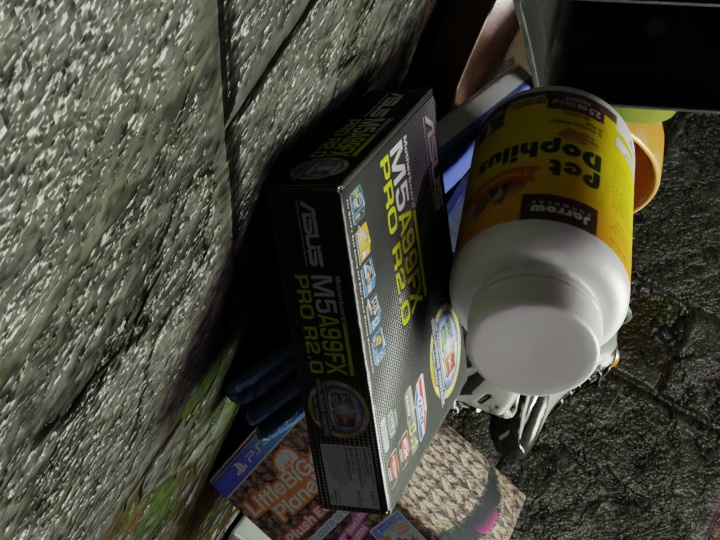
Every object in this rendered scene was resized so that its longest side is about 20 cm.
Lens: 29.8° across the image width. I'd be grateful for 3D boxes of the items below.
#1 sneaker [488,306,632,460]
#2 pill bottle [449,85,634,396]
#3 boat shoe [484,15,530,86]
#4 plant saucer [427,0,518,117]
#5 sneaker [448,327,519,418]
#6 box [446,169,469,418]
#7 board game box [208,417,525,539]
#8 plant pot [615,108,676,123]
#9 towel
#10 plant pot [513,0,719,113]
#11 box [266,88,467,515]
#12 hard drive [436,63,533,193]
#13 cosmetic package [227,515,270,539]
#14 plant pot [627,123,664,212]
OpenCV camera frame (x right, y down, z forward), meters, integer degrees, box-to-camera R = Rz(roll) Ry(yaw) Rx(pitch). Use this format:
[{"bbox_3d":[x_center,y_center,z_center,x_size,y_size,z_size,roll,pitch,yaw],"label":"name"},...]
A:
[{"bbox_3d":[0.169,0.077,1.111,0.200,0.079,0.074,-56,-176,-35],"label":"sneaker"},{"bbox_3d":[0.115,-0.020,0.849,0.200,0.109,0.109,-76,-174,-47],"label":"pill bottle"},{"bbox_3d":[0.145,-0.161,1.096,0.072,0.068,0.201,-19,-124,38],"label":"boat shoe"},{"bbox_3d":[0.097,-0.201,0.983,0.201,0.037,0.200,-61,173,-13],"label":"plant saucer"},{"bbox_3d":[0.068,0.073,0.960,0.200,0.089,0.074,-16,-163,32],"label":"sneaker"},{"bbox_3d":[0.087,0.018,1.132,0.106,0.122,0.200,-58,-178,-36],"label":"box"},{"bbox_3d":[0.011,0.167,1.040,0.097,0.200,0.159,-48,179,22],"label":"board game box"},{"bbox_3d":[0.251,-0.238,1.180,0.187,0.187,0.200,-53,156,-52],"label":"plant pot"},{"bbox_3d":[-0.009,0.038,0.928,0.112,0.049,0.200,-36,-177,28],"label":"towel"},{"bbox_3d":[0.218,-0.222,0.910,0.200,0.199,0.178,43,53,-74],"label":"plant pot"},{"bbox_3d":[0.011,0.014,0.786,0.160,0.044,0.201,-49,136,-57],"label":"box"},{"bbox_3d":[0.044,-0.066,0.959,0.132,0.025,0.200,-51,173,37],"label":"hard drive"},{"bbox_3d":[-0.045,0.300,1.346,0.165,0.165,0.200,-66,172,29],"label":"cosmetic package"},{"bbox_3d":[0.213,-0.176,1.377,0.200,0.200,0.184,105,-1,-61],"label":"plant pot"}]
